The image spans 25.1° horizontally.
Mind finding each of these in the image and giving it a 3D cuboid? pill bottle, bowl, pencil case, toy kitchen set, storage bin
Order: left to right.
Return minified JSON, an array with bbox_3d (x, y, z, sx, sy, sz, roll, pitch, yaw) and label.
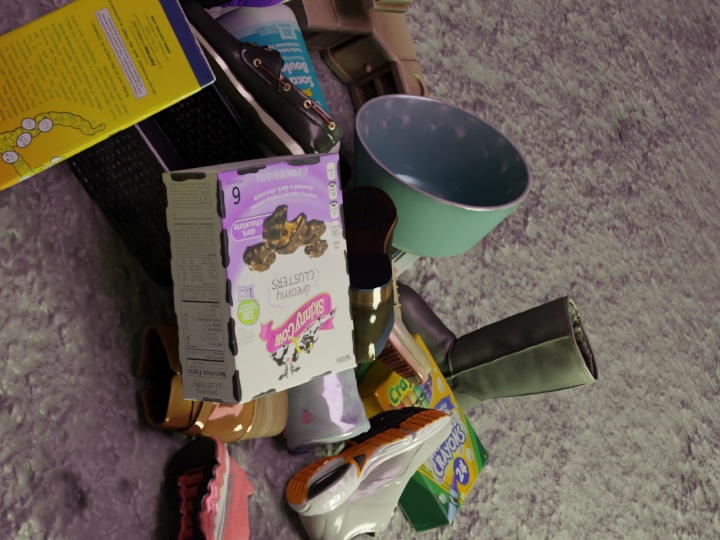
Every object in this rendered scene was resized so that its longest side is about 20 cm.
[{"bbox_3d":[-0.178,-0.104,1.498,0.201,0.093,0.135,57,36,-19],"label":"storage bin"},{"bbox_3d":[-0.088,-0.158,1.621,0.111,0.110,0.201,-7,73,-55],"label":"pill bottle"},{"bbox_3d":[-0.050,0.075,1.584,0.091,0.083,0.201,-8,84,-62],"label":"pencil case"},{"bbox_3d":[0.016,-0.226,1.767,0.200,0.163,0.182,-8,79,-55],"label":"toy kitchen set"},{"bbox_3d":[0.072,-0.090,1.731,0.200,0.105,0.201,15,36,-11],"label":"bowl"}]

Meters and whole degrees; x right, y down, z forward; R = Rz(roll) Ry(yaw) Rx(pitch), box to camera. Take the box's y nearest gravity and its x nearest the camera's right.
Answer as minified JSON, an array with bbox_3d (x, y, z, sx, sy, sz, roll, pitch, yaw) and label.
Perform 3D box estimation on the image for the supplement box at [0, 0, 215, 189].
[{"bbox_3d":[-0.234,-0.158,1.335,0.110,0.199,0.109,64,-8,-8],"label":"supplement box"}]

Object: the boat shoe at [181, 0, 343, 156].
[{"bbox_3d":[-0.101,-0.181,1.531,0.063,0.074,0.201,-44,91,-13],"label":"boat shoe"}]

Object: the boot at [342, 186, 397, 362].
[{"bbox_3d":[0.000,0.000,1.588,0.200,0.074,0.097,-86,178,-56],"label":"boot"}]

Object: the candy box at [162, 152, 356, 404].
[{"bbox_3d":[-0.086,0.004,1.435,0.167,0.071,0.202,-15,102,-51],"label":"candy box"}]

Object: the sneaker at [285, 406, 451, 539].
[{"bbox_3d":[0.016,0.209,1.605,0.199,0.076,0.092,-30,113,-29],"label":"sneaker"}]

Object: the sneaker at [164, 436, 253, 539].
[{"bbox_3d":[-0.128,0.246,1.405,0.087,0.073,0.201,43,43,-39],"label":"sneaker"}]

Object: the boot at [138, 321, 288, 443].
[{"bbox_3d":[-0.144,0.060,1.492,0.155,0.076,0.201,10,73,-48],"label":"boot"}]

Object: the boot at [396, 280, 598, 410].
[{"bbox_3d":[0.139,0.067,1.754,0.183,0.199,0.073,61,34,-12],"label":"boot"}]

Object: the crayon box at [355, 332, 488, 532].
[{"bbox_3d":[0.053,0.159,1.721,0.201,0.051,0.126,59,35,-15],"label":"crayon box"}]

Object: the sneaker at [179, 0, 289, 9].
[{"bbox_3d":[-0.146,-0.276,1.552,0.099,0.199,0.070,-30,115,-43],"label":"sneaker"}]

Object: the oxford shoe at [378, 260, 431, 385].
[{"bbox_3d":[0.020,0.025,1.654,0.074,0.071,0.201,-38,97,-23],"label":"oxford shoe"}]

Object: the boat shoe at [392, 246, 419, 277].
[{"bbox_3d":[0.021,-0.026,1.755,0.062,0.072,0.200,60,38,-15],"label":"boat shoe"}]

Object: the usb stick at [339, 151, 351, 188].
[{"bbox_3d":[-0.065,-0.075,1.694,0.056,0.033,0.200,54,37,-10],"label":"usb stick"}]
